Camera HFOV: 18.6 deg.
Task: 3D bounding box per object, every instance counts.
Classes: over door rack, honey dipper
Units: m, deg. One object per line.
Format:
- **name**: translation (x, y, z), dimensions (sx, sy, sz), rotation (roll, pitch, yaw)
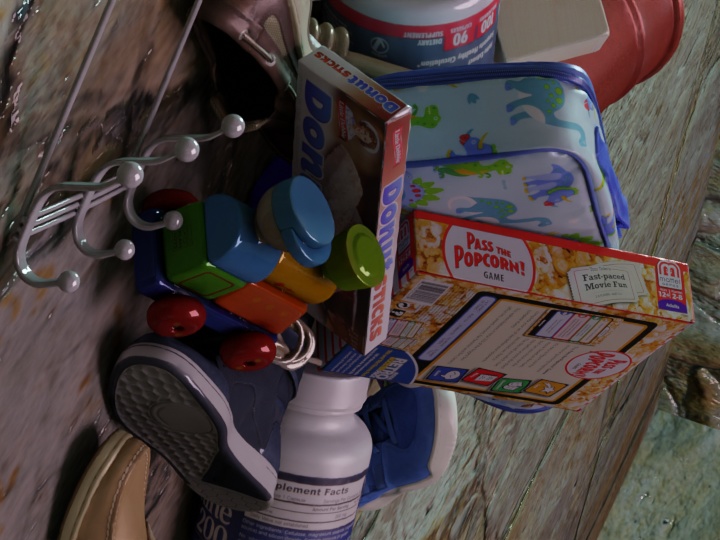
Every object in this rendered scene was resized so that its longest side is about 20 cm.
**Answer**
- **over door rack**: translation (-0.108, -0.096, 1.136), dimensions (0.148, 0.066, 0.200), rotation (-37, 143, -67)
- **honey dipper**: translation (0.035, -0.121, 1.399), dimensions (0.038, 0.200, 0.038), rotation (-165, -90, -71)

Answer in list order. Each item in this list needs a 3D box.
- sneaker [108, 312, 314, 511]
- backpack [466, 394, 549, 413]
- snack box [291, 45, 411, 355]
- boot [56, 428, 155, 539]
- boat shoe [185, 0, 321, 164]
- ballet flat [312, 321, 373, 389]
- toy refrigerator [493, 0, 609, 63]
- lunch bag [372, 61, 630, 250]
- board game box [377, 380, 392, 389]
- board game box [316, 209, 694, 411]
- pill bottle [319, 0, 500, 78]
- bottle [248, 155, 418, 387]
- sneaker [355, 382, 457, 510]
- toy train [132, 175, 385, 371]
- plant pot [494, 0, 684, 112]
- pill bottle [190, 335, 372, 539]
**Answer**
- **sneaker**: translation (-0.089, 0.047, 1.380), dimensions (0.202, 0.077, 0.146), rotation (63, 38, -59)
- **backpack**: translation (0.122, 0.034, 1.910), dimensions (0.154, 0.190, 0.200), rotation (117, -3, -72)
- **snack box**: translation (-0.009, -0.038, 1.313), dimensions (0.024, 0.072, 0.200), rotation (-35, 148, -31)
- **boot**: translation (-0.108, 0.203, 1.326), dimensions (0.073, 0.155, 0.200), rotation (-42, 147, -63)
- **boat shoe**: translation (-0.062, -0.113, 1.296), dimensions (0.075, 0.075, 0.202), rotation (-57, 153, -22)
- **ballet flat**: translation (-0.013, 0.047, 1.677), dimensions (0.067, 0.062, 0.200), rotation (-55, 158, -49)
- **toy refrigerator**: translation (0.106, -0.243, 1.523), dimensions (0.070, 0.076, 0.200), rotation (103, -29, -85)
- **lunch bag**: translation (0.084, -0.056, 1.400), dimensions (0.200, 0.160, 0.083), rotation (59, 29, -62)
- **board game box**: translation (0.041, 0.029, 1.637), dimensions (0.200, 0.032, 0.120), rotation (118, -44, -60)
- **board game box**: translation (0.092, 0.031, 1.433), dimensions (0.152, 0.200, 0.046), rotation (135, -40, -52)
- **pill bottle**: translation (0.030, -0.133, 1.493), dimensions (0.200, 0.119, 0.120), rotation (94, 21, -44)
- **bottle**: translation (0.000, 0.000, 1.504), dimensions (0.084, 0.065, 0.200), rotation (-57, 133, -26)
- **sneaker**: translation (-0.010, 0.129, 1.620), dimensions (0.200, 0.111, 0.077), rotation (137, -49, -60)
- **toy train**: translation (-0.034, 0.007, 1.297), dimensions (0.200, 0.116, 0.085), rotation (30, 48, -51)
- **plant pot**: translation (0.111, -0.162, 1.654), dimensions (0.195, 0.201, 0.201), rotation (-51, 156, -35)
- **pill bottle**: translation (-0.055, 0.151, 1.550), dimensions (0.111, 0.111, 0.200), rotation (-34, 140, -67)
